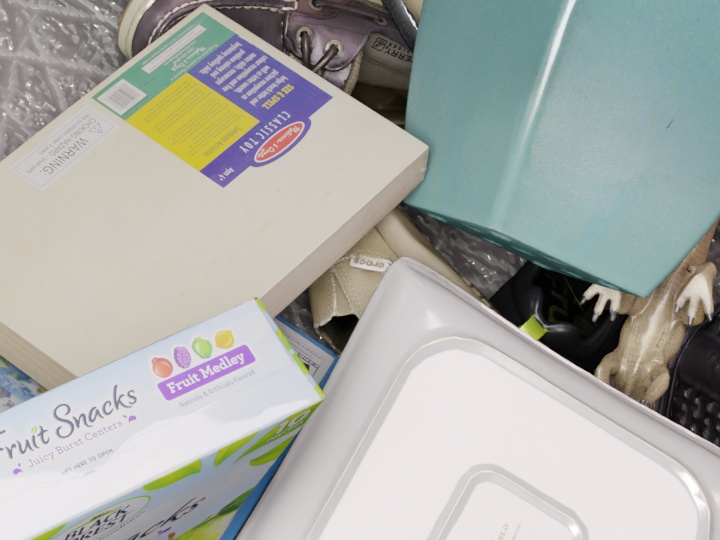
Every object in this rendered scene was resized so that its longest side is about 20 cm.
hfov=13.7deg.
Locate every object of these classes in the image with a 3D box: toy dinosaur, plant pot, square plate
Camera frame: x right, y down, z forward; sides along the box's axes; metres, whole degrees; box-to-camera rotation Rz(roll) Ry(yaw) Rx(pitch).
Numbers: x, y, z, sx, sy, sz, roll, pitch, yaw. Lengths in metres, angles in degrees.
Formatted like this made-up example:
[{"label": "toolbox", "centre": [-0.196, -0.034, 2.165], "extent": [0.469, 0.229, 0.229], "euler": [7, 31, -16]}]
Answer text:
[{"label": "toy dinosaur", "centre": [0.142, 0.014, 1.398], "extent": [0.058, 0.201, 0.101], "euler": [24, 5, 12]}, {"label": "plant pot", "centre": [0.108, -0.100, 1.329], "extent": [0.141, 0.141, 0.201], "euler": [24, 88, -28]}, {"label": "square plate", "centre": [0.057, 0.118, 1.247], "extent": [0.198, 0.028, 0.200], "euler": [31, 66, -3]}]

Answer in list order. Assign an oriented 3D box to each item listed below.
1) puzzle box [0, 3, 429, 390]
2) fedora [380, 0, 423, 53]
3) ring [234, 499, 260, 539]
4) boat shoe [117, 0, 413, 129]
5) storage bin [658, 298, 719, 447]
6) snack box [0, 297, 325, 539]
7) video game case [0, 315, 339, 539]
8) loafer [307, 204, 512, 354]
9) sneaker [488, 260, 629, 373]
[{"label": "puzzle box", "centre": [-0.081, -0.024, 1.281], "extent": [0.133, 0.025, 0.200], "euler": [34, 55, 22]}, {"label": "fedora", "centre": [0.083, -0.145, 1.455], "extent": [0.201, 0.091, 0.201], "euler": [46, 25, -29]}, {"label": "ring", "centre": [0.014, 0.149, 1.300], "extent": [0.200, 0.019, 0.201], "euler": [21, 47, -25]}, {"label": "boat shoe", "centre": [-0.021, -0.102, 1.421], "extent": [0.200, 0.072, 0.065], "euler": [6, 35, -41]}, {"label": "storage bin", "centre": [0.209, 0.091, 1.407], "extent": [0.094, 0.135, 0.200], "euler": [30, 44, -15]}, {"label": "snack box", "centre": [-0.125, 0.094, 1.114], "extent": [0.200, 0.142, 0.053], "euler": [-25, 73, -32]}, {"label": "video game case", "centre": [-0.105, 0.062, 1.263], "extent": [0.143, 0.018, 0.200], "euler": [34, 43, -1]}, {"label": "loafer", "centre": [0.000, 0.000, 1.353], "extent": [0.200, 0.067, 0.076], "euler": [47, -1, 30]}, {"label": "sneaker", "centre": [0.120, 0.006, 1.444], "extent": [0.072, 0.083, 0.200], "euler": [47, 42, 2]}]
